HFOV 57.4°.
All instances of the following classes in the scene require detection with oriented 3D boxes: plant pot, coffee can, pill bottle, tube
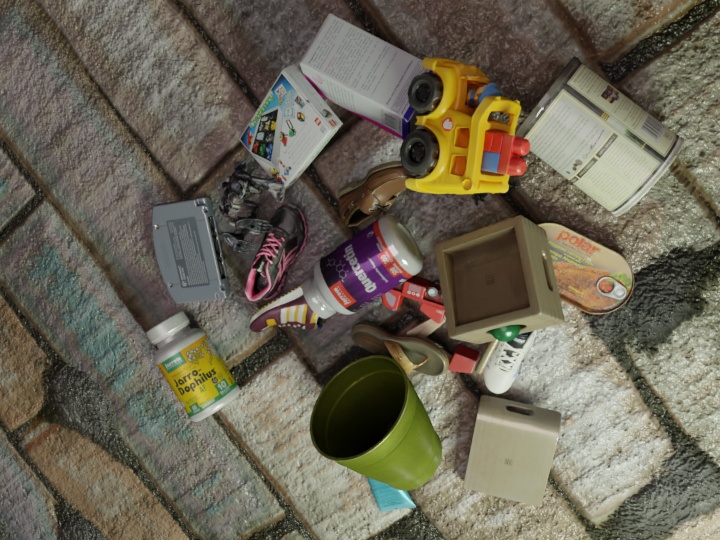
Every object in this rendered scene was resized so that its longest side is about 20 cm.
[{"bbox_3d":[0.047,0.288,1.165,0.200,0.201,0.193,-27,127,20],"label":"plant pot"},{"bbox_3d":[0.352,-0.199,0.988,0.200,0.146,0.147,39,111,4],"label":"coffee can"},{"bbox_3d":[-0.335,0.186,1.302,0.112,0.113,0.201,-29,93,21],"label":"pill bottle"},{"bbox_3d":[0.035,0.385,1.281,0.077,0.050,0.201,-18,102,29],"label":"tube"},{"bbox_3d":[0.000,0.000,1.120,0.199,0.112,0.113,-33,93,19],"label":"pill bottle"}]

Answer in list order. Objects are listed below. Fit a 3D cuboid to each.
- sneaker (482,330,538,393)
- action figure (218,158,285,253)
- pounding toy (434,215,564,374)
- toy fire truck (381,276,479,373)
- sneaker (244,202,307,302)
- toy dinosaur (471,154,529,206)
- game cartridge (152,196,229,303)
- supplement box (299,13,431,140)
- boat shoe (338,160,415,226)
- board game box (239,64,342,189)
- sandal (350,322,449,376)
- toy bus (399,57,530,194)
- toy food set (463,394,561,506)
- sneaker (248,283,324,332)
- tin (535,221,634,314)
[{"bbox_3d":[0.259,0.127,1.136,0.071,0.072,0.201,20,109,9],"label":"sneaker"},{"bbox_3d":[-0.200,-0.116,1.178,0.102,0.201,0.119,19,125,-27],"label":"action figure"},{"bbox_3d":[0.222,0.048,1.062,0.183,0.142,0.201,-19,69,33],"label":"pounding toy"},{"bbox_3d":[0.124,0.089,1.178,0.199,0.049,0.142,17,109,13],"label":"toy fire truck"},{"bbox_3d":[-0.162,-0.026,1.210,0.079,0.095,0.201,25,107,11],"label":"sneaker"},{"bbox_3d":[0.205,-0.157,1.085,0.199,0.048,0.088,-6,130,45],"label":"toy dinosaur"},{"bbox_3d":[-0.337,-0.037,1.290,0.132,0.040,0.201,-7,101,14],"label":"game cartridge"},{"bbox_3d":[0.014,-0.310,1.068,0.199,0.101,0.104,29,85,7],"label":"supplement box"},{"bbox_3d":[0.030,-0.123,1.097,0.200,0.072,0.068,-23,64,59],"label":"boat shoe"},{"bbox_3d":[-0.125,-0.238,1.130,0.126,0.035,0.200,51,140,-1],"label":"board game box"},{"bbox_3d":[0.063,0.151,1.183,0.199,0.054,0.081,17,135,24],"label":"sandal"},{"bbox_3d":[0.171,-0.206,0.965,0.191,0.135,0.201,16,104,45],"label":"toy bus"},{"bbox_3d":[0.272,0.331,1.196,0.143,0.060,0.201,11,114,13],"label":"toy food set"},{"bbox_3d":[-0.120,0.085,1.234,0.199,0.075,0.090,-31,88,21],"label":"sneaker"},{"bbox_3d":[0.353,-0.007,1.093,0.199,0.042,0.112,29,113,9],"label":"tin"}]
